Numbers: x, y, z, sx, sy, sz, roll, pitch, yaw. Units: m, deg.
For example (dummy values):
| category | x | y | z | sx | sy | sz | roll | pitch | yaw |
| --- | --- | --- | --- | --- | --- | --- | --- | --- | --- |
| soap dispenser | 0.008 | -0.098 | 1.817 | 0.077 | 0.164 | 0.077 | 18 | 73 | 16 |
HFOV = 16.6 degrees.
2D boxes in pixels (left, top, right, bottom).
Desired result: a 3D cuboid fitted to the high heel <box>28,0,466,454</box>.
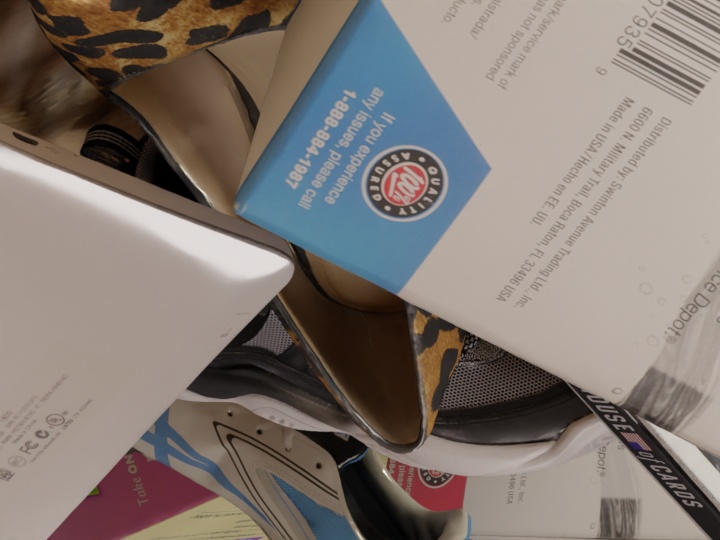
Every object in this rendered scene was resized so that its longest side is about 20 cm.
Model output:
| category | x | y | z | sx | sy | sz | roll | pitch | yaw |
| --- | --- | --- | --- | --- | --- | --- | --- | --- | --- |
| high heel | -0.024 | -0.020 | 0.670 | 0.071 | 0.143 | 0.200 | -14 | 172 | 23 |

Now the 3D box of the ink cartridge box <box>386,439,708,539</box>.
| category | x | y | z | sx | sy | sz | roll | pitch | yaw |
| --- | --- | --- | --- | --- | --- | --- | --- | --- | --- |
| ink cartridge box | 0.122 | 0.063 | 1.052 | 0.199 | 0.146 | 0.085 | -2 | 152 | 26 |

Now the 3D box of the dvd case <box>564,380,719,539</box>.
| category | x | y | z | sx | sy | sz | roll | pitch | yaw |
| --- | --- | --- | --- | --- | --- | --- | --- | --- | --- |
| dvd case | 0.118 | -0.006 | 0.803 | 0.025 | 0.151 | 0.200 | 6 | 152 | 39 |

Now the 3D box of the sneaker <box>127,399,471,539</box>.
| category | x | y | z | sx | sy | sz | roll | pitch | yaw |
| --- | --- | --- | --- | --- | --- | --- | --- | --- | --- |
| sneaker | -0.040 | 0.061 | 0.979 | 0.073 | 0.200 | 0.072 | -46 | -172 | 25 |

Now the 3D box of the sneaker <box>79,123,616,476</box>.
| category | x | y | z | sx | sy | sz | roll | pitch | yaw |
| --- | --- | --- | --- | --- | --- | --- | --- | --- | --- |
| sneaker | 0.000 | 0.000 | 0.806 | 0.199 | 0.076 | 0.114 | 10 | 143 | 17 |

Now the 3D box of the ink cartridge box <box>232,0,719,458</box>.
| category | x | y | z | sx | sy | sz | roll | pitch | yaw |
| --- | --- | --- | --- | --- | --- | --- | --- | --- | --- |
| ink cartridge box | 0.093 | -0.040 | 0.584 | 0.199 | 0.084 | 0.145 | 27 | 129 | -11 |

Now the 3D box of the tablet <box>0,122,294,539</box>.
| category | x | y | z | sx | sy | sz | roll | pitch | yaw |
| --- | --- | --- | --- | --- | --- | --- | --- | --- | --- |
| tablet | -0.121 | 0.031 | 0.687 | 0.130 | 0.014 | 0.200 | 22 | 133 | -25 |

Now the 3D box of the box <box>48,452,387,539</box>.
| category | x | y | z | sx | sy | sz | roll | pitch | yaw |
| --- | --- | --- | --- | --- | --- | --- | --- | --- | --- |
| box | -0.070 | 0.071 | 1.135 | 0.199 | 0.097 | 0.176 | -26 | 167 | 21 |

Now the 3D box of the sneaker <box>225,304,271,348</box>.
| category | x | y | z | sx | sy | sz | roll | pitch | yaw |
| --- | --- | --- | --- | --- | --- | --- | --- | --- | --- |
| sneaker | -0.113 | 0.037 | 0.772 | 0.199 | 0.088 | 0.076 | -6 | 156 | 34 |
